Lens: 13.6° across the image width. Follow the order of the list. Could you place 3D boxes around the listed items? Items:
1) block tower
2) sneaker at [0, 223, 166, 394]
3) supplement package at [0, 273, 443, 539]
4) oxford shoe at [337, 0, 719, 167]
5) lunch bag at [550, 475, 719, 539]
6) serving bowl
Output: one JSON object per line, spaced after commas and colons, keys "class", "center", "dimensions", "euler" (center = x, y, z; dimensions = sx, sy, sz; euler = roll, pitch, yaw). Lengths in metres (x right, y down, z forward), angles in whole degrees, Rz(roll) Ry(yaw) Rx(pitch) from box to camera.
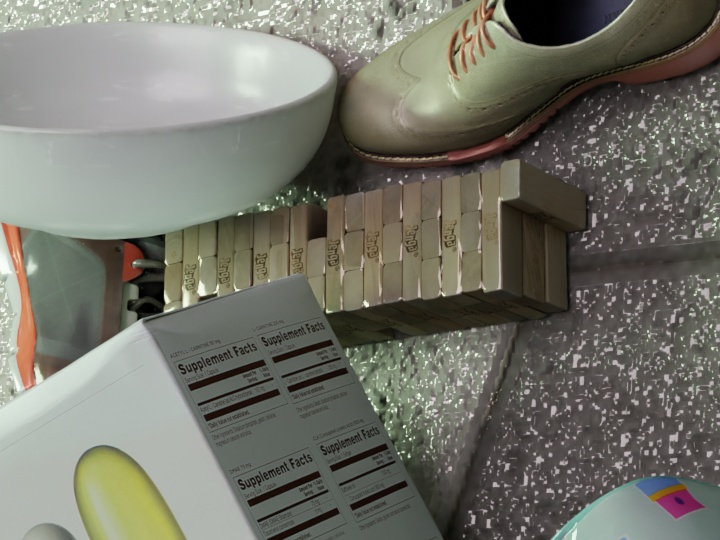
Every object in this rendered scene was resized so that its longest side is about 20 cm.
{"class": "block tower", "center": [0.000, 0.000, 1.311], "dimensions": [0.199, 0.054, 0.058], "euler": [-12, 70, 34]}
{"class": "sneaker", "center": [-0.113, 0.023, 1.378], "dimensions": [0.082, 0.077, 0.201], "euler": [-33, 60, 17]}
{"class": "supplement package", "center": [-0.079, 0.139, 1.230], "dimensions": [0.191, 0.147, 0.201], "euler": [-31, 83, 25]}
{"class": "oxford shoe", "center": [0.063, -0.101, 1.281], "dimensions": [0.199, 0.074, 0.071], "euler": [-23, 64, 29]}
{"class": "lunch bag", "center": [0.106, 0.171, 1.118], "dimensions": [0.200, 0.160, 0.077], "euler": [-55, 47, 18]}
{"class": "serving bowl", "center": [-0.109, -0.057, 1.339], "dimensions": [0.199, 0.200, 0.066], "euler": [14, 113, 38]}
